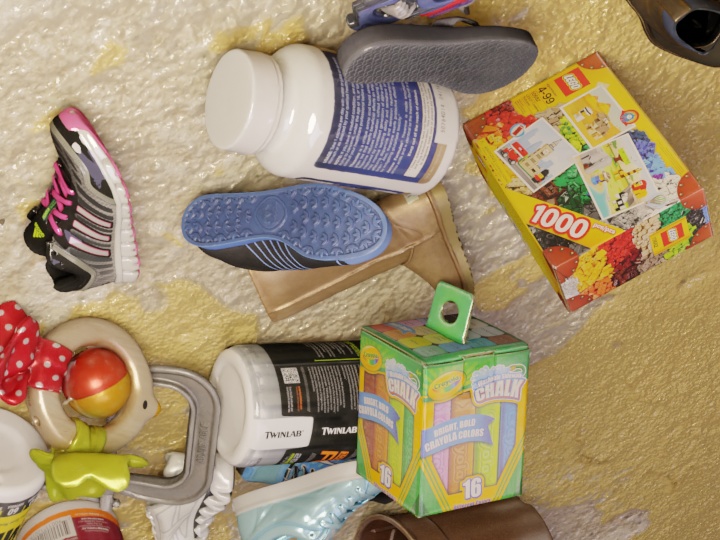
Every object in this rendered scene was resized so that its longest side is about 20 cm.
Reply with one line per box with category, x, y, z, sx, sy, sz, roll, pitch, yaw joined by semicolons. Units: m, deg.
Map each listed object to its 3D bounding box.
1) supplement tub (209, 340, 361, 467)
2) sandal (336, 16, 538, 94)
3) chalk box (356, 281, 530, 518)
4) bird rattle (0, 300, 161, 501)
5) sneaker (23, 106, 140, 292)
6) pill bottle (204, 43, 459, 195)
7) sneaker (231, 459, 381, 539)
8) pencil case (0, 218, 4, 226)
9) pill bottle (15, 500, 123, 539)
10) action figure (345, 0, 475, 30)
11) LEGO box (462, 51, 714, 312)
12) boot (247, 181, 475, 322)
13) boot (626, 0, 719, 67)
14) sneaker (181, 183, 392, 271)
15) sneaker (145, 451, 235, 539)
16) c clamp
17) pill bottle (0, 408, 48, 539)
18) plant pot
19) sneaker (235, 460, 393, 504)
supplement tub;-0.045;0.133;1.474;0.199;0.123;0.123;-1;133;-28
sandal;0.069;-0.187;1.197;0.200;0.043;0.076;-1;151;-38
chalk box;0.078;0.114;1.394;0.123;0.124;0.201;-7;106;-28
bird rattle;-0.267;0.111;1.333;0.113;0.200;0.163;-25;-173;46
sneaker;-0.241;-0.048;1.212;0.087;0.074;0.200;-22;145;-16
pill bottle;-0.025;-0.129;1.220;0.199;0.111;0.111;6;129;-34
sneaker;-0.035;0.251;1.509;0.199;0.082;0.074;-20;165;20
pencil case;-0.386;-0.042;1.135;0.199;0.078;0.090;-17;118;-12
pill bottle;-0.284;0.349;1.508;0.114;0.200;0.114;-15;139;-14
action figure;0.065;-0.273;1.130;0.199;0.105;0.194;-13;148;17
LEGO box;0.205;-0.083;1.326;0.149;0.200;0.077;-29;140;1
boot;0.000;0.000;1.411;0.199;0.066;0.175;-24;131;-3
boot;0.306;-0.216;1.322;0.075;0.097;0.200;-44;137;19
sneaker;-0.056;-0.034;1.281;0.199;0.070;0.078;5;168;25
sneaker;-0.200;0.266;1.578;0.081;0.075;0.200;10;126;-19
c clamp;-0.226;0.170;1.448;0.170;0.027;0.201;15;121;-2
pill bottle;-0.386;0.236;1.400;0.114;0.114;0.200;8;129;-35
plant pot;0.124;0.373;1.780;0.198;0.200;0.201;-11;138;-30
sneaker;-0.039;0.219;1.591;0.199;0.090;0.079;6;130;-29
